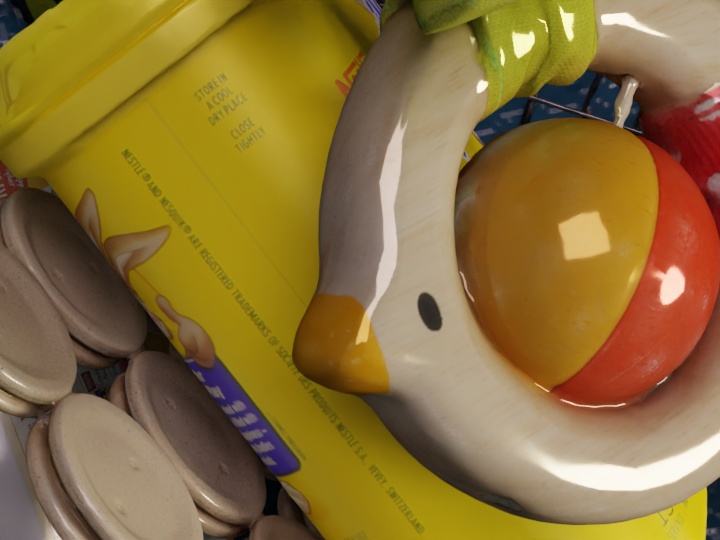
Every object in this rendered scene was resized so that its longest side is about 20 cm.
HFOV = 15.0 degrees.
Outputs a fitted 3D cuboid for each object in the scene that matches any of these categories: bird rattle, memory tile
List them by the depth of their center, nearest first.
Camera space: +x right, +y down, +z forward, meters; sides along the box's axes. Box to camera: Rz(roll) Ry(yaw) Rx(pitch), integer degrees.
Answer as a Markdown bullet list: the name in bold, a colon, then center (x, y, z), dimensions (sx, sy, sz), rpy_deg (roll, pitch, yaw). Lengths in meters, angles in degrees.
- **bird rattle**: center (0.056, -0.023, 0.620), dimensions (0.199, 0.112, 0.164), rpy_deg (29, 74, -37)
- **memory tile**: center (-0.039, 0.039, 0.695), dimensions (0.017, 0.200, 0.154), rpy_deg (-37, 90, 18)

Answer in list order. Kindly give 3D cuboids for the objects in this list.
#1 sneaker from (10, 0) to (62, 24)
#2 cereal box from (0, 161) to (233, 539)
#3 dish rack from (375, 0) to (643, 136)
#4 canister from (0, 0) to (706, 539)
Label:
- **sneaker**: center (-0.085, -0.121, 0.807), dimensions (0.078, 0.066, 0.200), rpy_deg (-37, 79, -21)
- **cereal box**: center (-0.149, 0.036, 0.757), dimensions (0.199, 0.040, 0.145), rpy_deg (-16, 74, -12)
- **dish rack**: center (0.073, -0.048, 0.808), dimensions (0.199, 0.055, 0.154), rpy_deg (19, 68, 2)
- **canister**: center (0.000, 0.000, 0.693), dimensions (0.086, 0.149, 0.200), rpy_deg (-36, 98, 13)
